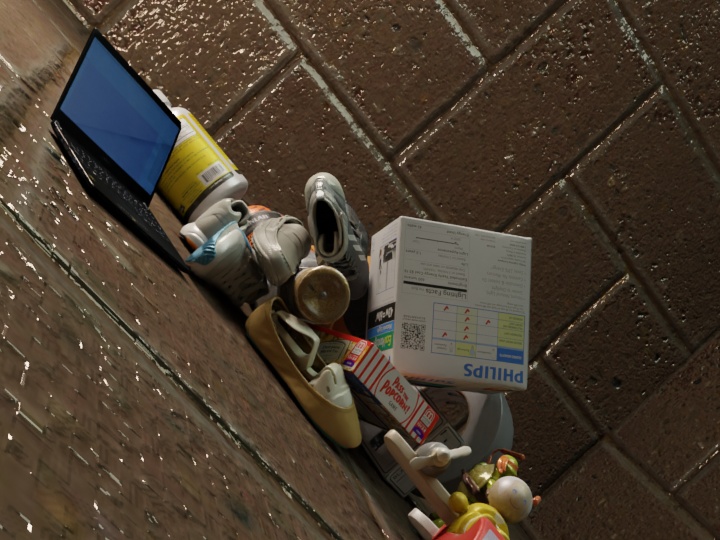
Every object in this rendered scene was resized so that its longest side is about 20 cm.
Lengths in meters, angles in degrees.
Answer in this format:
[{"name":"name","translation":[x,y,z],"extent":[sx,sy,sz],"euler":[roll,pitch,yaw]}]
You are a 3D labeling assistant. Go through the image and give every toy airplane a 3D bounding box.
[{"name":"toy airplane","translation":[0.115,0.262,0.929],"extent":[0.200,0.141,0.199],"euler":[49,-1,-38]}]

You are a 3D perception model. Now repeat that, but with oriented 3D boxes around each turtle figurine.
[{"name":"turtle figurine","translation":[0.142,0.280,1.143],"extent":[0.065,0.161,0.200],"euler":[47,0,-10]}]

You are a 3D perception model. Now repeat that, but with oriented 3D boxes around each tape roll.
[{"name":"tape roll","translation":[0.119,0.224,1.338],"extent":[0.201,0.199,0.066],"euler":[48,-3,42]}]

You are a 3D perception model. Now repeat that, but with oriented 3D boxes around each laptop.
[{"name":"laptop","translation":[-0.238,-0.127,1.010],"extent":[0.200,0.103,0.177],"euler":[49,0,39]}]

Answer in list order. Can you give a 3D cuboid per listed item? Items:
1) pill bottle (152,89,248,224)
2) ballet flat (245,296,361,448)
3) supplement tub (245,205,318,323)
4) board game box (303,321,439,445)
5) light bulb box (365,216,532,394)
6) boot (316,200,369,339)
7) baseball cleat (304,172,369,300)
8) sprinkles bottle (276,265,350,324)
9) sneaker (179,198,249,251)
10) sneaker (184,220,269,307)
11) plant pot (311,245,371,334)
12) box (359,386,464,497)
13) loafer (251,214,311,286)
[{"name":"pill bottle","translation":[-0.270,-0.168,1.400],"extent":[0.201,0.112,0.112],"euler":[49,0,4]},{"name":"ballet flat","translation":[-0.058,0.114,1.069],"extent":[0.200,0.063,0.068],"euler":[47,27,14]},{"name":"supplement tub","translation":[-0.130,-0.008,1.400],"extent":[0.123,0.122,0.200],"euler":[49,-1,-44]},{"name":"board game box","translation":[-0.013,0.138,1.180],"extent":[0.198,0.047,0.152],"euler":[12,-32,53]},{"name":"light bulb box","translation":[0.115,0.052,1.239],"extent":[0.194,0.205,0.125],"euler":[8,-13,-16]},{"name":"boot","translation":[0.000,0.000,1.364],"extent":[0.133,0.068,0.203],"euler":[-81,155,-53]},{"name":"baseball cleat","translation":[-0.035,-0.023,1.202],"extent":[0.107,0.068,0.203],"euler":[-91,164,-53]},{"name":"sprinkles bottle","translation":[-0.062,0.029,1.172],"extent":[0.068,0.068,0.200],"euler":[48,-9,-7]},{"name":"sneaker","translation":[-0.188,-0.057,1.302],"extent":[0.076,0.092,0.200],"euler":[48,-1,-4]},{"name":"sneaker","translation":[-0.155,-0.003,1.144],"extent":[0.081,0.076,0.200],"euler":[54,3,7]},{"name":"plant pot","translation":[-0.050,0.053,1.510],"extent":[0.138,0.202,0.200],"euler":[29,-9,25]},{"name":"box","translation":[0.043,0.203,1.302],"extent":[0.060,0.116,0.200],"euler":[51,-3,-41]},{"name":"loafer","translation":[-0.097,-0.033,1.167],"extent":[0.200,0.069,0.071],"euler":[-113,180,-72]}]
